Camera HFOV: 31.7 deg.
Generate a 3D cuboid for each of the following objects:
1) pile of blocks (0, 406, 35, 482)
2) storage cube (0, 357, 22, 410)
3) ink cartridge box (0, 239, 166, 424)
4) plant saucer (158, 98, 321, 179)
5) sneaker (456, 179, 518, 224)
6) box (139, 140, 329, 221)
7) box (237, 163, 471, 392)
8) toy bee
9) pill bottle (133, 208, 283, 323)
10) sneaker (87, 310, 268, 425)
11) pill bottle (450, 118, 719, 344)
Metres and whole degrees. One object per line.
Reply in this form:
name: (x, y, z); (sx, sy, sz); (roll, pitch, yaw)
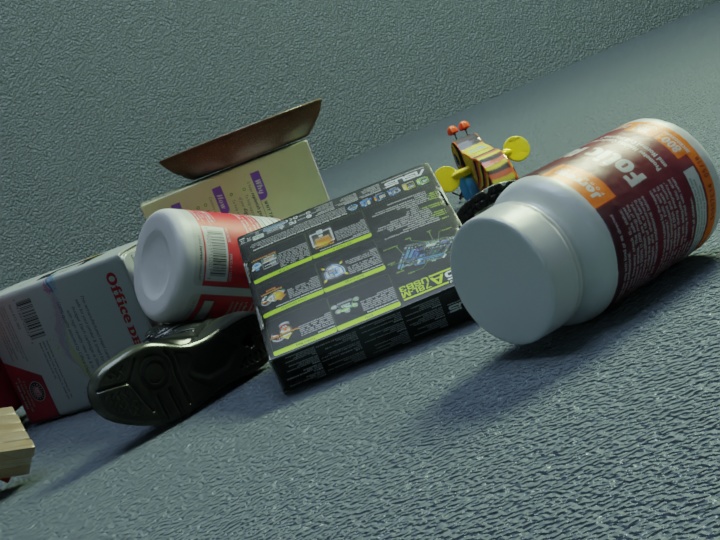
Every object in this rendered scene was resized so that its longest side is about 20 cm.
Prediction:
pile of blocks: (-0.365, 0.183, 1.071); (0.082, 0.062, 0.200); (30, 31, 21)
storage cube: (-0.479, 0.107, 1.384); (0.199, 0.180, 0.171); (-28, 8, 6)
ink cartridge box: (-0.285, 0.064, 1.352); (0.199, 0.146, 0.083); (-17, 10, 25)
plant saucer: (-0.131, -0.145, 1.444); (0.199, 0.037, 0.200); (-21, 8, 3)
sneaker: (0.183, -0.060, 1.274); (0.199, 0.077, 0.089); (-18, -5, -8)
box: (-0.125, -0.030, 1.432); (0.199, 0.177, 0.097); (-23, 8, -7)
box: (0.000, 0.000, 1.127); (0.199, 0.048, 0.193); (-22, 39, -1)
toy bee: (0.148, -0.142, 1.688); (0.131, 0.109, 0.200); (-29, 11, -29)
pill bottle: (-0.118, 0.000, 1.282); (0.199, 0.113, 0.112); (4, -8, -35)
sneaker: (-0.184, 0.095, 1.169); (0.114, 0.077, 0.199); (-16, 7, 42)
pill bottle: (0.166, -0.030, 0.932); (0.200, 0.115, 0.114); (-28, 11, -37)
